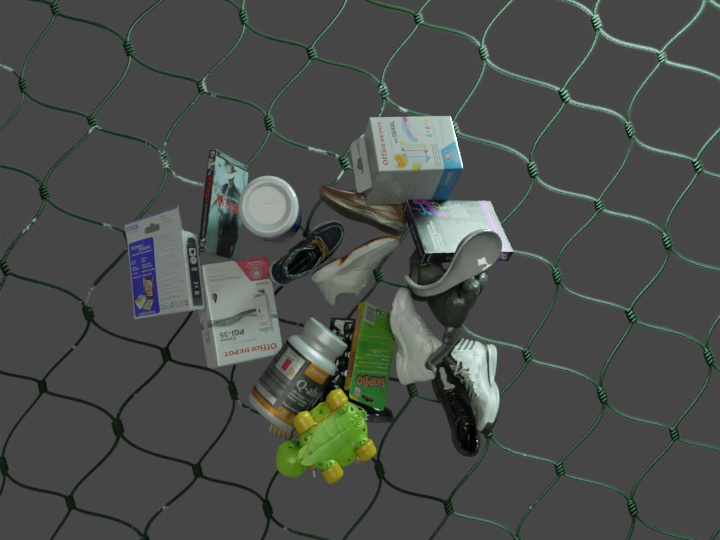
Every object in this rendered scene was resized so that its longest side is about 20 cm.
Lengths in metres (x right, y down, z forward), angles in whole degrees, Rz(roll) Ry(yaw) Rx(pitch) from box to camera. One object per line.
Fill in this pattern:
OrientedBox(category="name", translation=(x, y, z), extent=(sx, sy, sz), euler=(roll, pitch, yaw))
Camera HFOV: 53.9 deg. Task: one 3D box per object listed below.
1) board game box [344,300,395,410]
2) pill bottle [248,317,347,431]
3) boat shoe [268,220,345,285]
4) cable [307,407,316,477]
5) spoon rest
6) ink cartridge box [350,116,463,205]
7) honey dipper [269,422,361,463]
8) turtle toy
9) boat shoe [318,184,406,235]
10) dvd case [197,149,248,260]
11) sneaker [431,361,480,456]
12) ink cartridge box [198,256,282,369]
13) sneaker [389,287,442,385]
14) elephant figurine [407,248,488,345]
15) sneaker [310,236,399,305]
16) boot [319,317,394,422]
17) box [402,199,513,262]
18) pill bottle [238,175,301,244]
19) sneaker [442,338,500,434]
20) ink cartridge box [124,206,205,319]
OrientedBox(category="board game box", translation=(0.022, 0.172, 1.420), extent=(0.095, 0.030, 0.203), euler=(28, 58, -33))
OrientedBox(category="pill bottle", translation=(-0.120, 0.201, 1.385), extent=(0.116, 0.116, 0.201), euler=(37, 89, 2))
OrientedBox(category="boat shoe", translation=(-0.091, -0.038, 1.428), extent=(0.200, 0.091, 0.071), euler=(-40, 103, -26))
OrientedBox(category="cable", translation=(-0.094, 0.314, 1.450), extent=(0.096, 0.050, 0.203), euler=(-26, 88, 3))
OrientedBox(category="spoon rest", translation=(0.182, -0.008, 1.344), extent=(0.198, 0.100, 0.061), euler=(-30, 43, 8))
OrientedBox(category="ink cartridge box", translation=(0.085, -0.220, 1.421), extent=(0.196, 0.126, 0.131), euler=(-4, 65, -13))
OrientedBox(category="honey dipper", translation=(-0.087, 0.344, 1.415), extent=(0.197, 0.038, 0.039), euler=(19, 86, 10))
OrientedBox(category="turtle toy", translation=(-0.073, 0.323, 1.347), extent=(0.198, 0.101, 0.147), euler=(-31, 92, -12))
OrientedBox(category="boat shoe", translation=(0.010, -0.140, 1.479), extent=(0.197, 0.076, 0.073), euler=(22, 80, -7))
OrientedBox(category="dvd case", translation=(-0.276, -0.128, 1.435), extent=(0.022, 0.146, 0.204), euler=(3, 84, 17))
OrientedBox(category="sneaker", translation=(0.202, 0.282, 1.439), extent=(0.075, 0.091, 0.203), euler=(-22, 85, 0))
OrientedBox(category="ink cartridge box", translation=(-0.245, 0.085, 1.425), extent=(0.144, 0.082, 0.204), euler=(-8, 85, -28))
OrientedBox(category="sneaker", translation=(0.117, 0.131, 1.438), extent=(0.098, 0.078, 0.204), euler=(-5, 101, 20))
OrientedBox(category="elephant figurine", translation=(0.149, 0.014, 1.451), extent=(0.198, 0.143, 0.155), euler=(32, 44, 9))
OrientedBox(category="sneaker", translation=(0.000, 0.000, 1.472), extent=(0.198, 0.076, 0.093), euler=(-27, 94, 5))
OrientedBox(category="boot", translation=(0.002, 0.205, 1.460), extent=(0.162, 0.066, 0.204), euler=(11, 75, -14))
OrientedBox(category="box", translation=(0.195, -0.081, 1.429), extent=(0.196, 0.036, 0.145), euler=(0, 51, -20))
OrientedBox(category="pill bottle", translation=(-0.175, -0.113, 1.406), extent=(0.113, 0.200, 0.118), euler=(0, 87, -2))
OrientedBox(category="sneaker", translation=(0.213, 0.225, 1.410), extent=(0.113, 0.076, 0.203), euler=(17, 48, -11))
OrientedBox(category="ink cartridge box", translation=(-0.395, -0.011, 1.418), extent=(0.196, 0.043, 0.204), euler=(-9, 88, 40))
